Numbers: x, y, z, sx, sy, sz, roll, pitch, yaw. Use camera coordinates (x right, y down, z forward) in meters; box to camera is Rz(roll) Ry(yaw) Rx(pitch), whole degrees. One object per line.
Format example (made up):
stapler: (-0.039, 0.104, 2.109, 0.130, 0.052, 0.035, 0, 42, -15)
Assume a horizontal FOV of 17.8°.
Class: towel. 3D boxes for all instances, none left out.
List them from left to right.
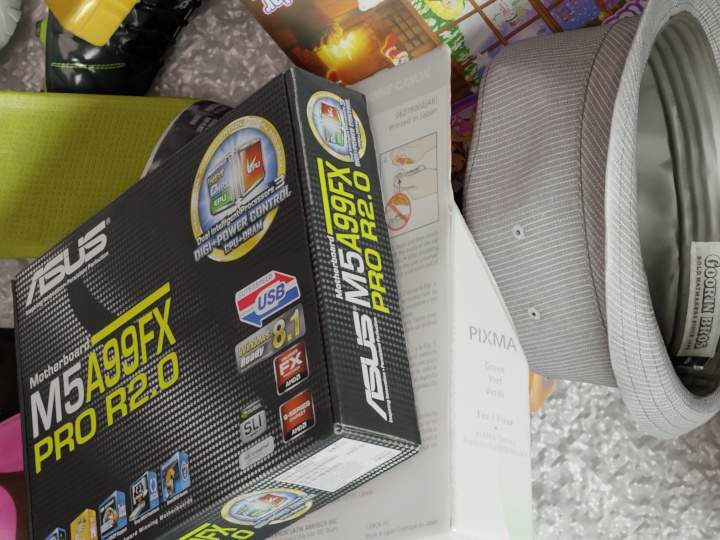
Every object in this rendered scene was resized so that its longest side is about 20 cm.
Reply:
towel: (-0.170, -0.043, 1.062, 0.018, 0.199, 0.086, 47, 130, 51)

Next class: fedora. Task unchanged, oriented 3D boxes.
fedora: (0.098, -0.031, 0.937, 0.090, 0.177, 0.201, 1, 120, 26)

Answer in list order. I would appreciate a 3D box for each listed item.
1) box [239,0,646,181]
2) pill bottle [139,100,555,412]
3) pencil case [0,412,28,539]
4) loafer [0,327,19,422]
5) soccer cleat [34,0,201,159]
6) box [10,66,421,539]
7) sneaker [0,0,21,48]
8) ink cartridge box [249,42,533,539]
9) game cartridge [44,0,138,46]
box: (0.062, -0.134, 0.957, 0.200, 0.039, 0.137, -34, 121, 14)
pill bottle: (0.000, 0.000, 1.050, 0.199, 0.106, 0.107, 19, 97, 14)
pencil case: (-0.100, 0.137, 1.033, 0.200, 0.091, 0.094, 36, 77, 27)
loafer: (-0.248, 0.058, 1.134, 0.199, 0.071, 0.073, -8, 90, 14)
soccer cleat: (-0.097, -0.145, 1.087, 0.081, 0.067, 0.201, 16, 93, 28)
box: (-0.067, 0.035, 0.941, 0.200, 0.044, 0.161, -32, 55, 38)
sneaker: (-0.228, -0.188, 1.128, 0.080, 0.076, 0.201, -22, 82, 26)
ink cartridge box: (-0.003, 0.028, 0.941, 0.161, 0.050, 0.201, -19, 61, 44)
game cartridge: (-0.098, -0.224, 1.042, 0.200, 0.032, 0.176, -50, 44, 12)
